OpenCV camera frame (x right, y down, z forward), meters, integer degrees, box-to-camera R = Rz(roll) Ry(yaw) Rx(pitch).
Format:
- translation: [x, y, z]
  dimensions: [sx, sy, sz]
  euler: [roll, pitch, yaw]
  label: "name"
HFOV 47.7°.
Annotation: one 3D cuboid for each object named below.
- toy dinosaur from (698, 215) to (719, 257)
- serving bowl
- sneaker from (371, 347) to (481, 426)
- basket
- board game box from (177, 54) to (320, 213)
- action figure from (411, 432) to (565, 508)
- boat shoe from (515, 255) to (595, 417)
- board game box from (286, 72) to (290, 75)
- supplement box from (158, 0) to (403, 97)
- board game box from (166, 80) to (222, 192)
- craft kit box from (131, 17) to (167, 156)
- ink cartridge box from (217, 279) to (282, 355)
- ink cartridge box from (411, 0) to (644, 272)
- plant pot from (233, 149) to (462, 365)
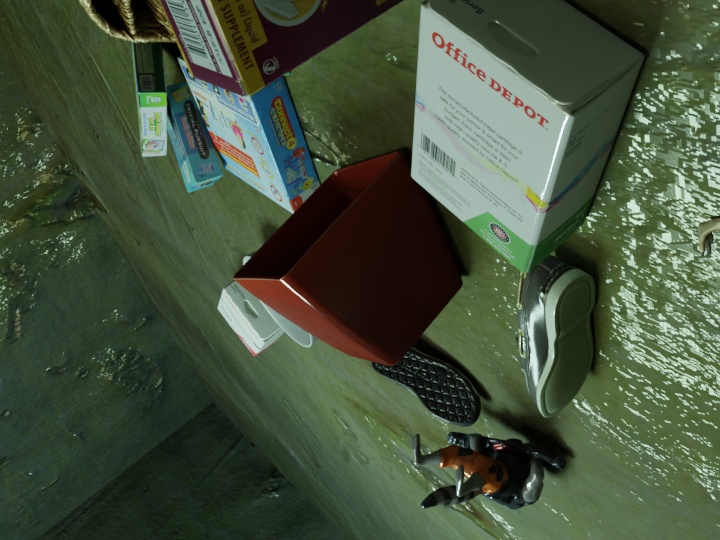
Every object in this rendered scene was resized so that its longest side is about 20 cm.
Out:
- translation: [0.274, -0.027, 0.513]
  dimensions: [0.101, 0.058, 0.200]
  euler: [1, 134, 47]
  label: "toy dinosaur"
- translation: [-0.128, 0.039, 1.473]
  dimensions: [0.200, 0.066, 0.200]
  euler: [44, 159, 22]
  label: "serving bowl"
- translation: [0.104, 0.156, 1.187]
  dimensions: [0.200, 0.072, 0.083]
  euler: [33, -174, 35]
  label: "sneaker"
- translation: [-0.288, -0.372, 1.036]
  dimensions: [0.149, 0.142, 0.200]
  euler: [50, 160, 10]
  label: "basket"
- translation: [-0.155, -0.203, 1.147]
  dimensions: [0.200, 0.056, 0.196]
  euler: [35, 154, 41]
  label: "board game box"
- translation: [0.156, 0.266, 1.068]
  dimensions: [0.193, 0.105, 0.200]
  euler: [17, 169, -29]
  label: "action figure"
- translation: [0.189, 0.065, 0.812]
  dimensions: [0.061, 0.071, 0.202]
  euler: [41, 150, 40]
  label: "boat shoe"
- translation: [-0.091, -0.302, 0.753]
  dimensions: [0.029, 0.135, 0.201]
  euler: [-3, 136, 13]
  label: "board game box"
- translation: [-0.058, -0.247, 0.645]
  dimensions: [0.103, 0.200, 0.131]
  euler: [29, 150, 47]
  label: "supplement box"
- translation: [-0.276, -0.212, 1.321]
  dimensions: [0.200, 0.047, 0.152]
  euler: [-174, 66, -74]
  label: "board game box"
- translation: [-0.322, -0.305, 1.230]
  dimensions: [0.198, 0.048, 0.201]
  euler: [131, 132, -66]
  label: "craft kit box"
- translation: [-0.232, 0.093, 1.766]
  dimensions: [0.145, 0.084, 0.200]
  euler: [52, 161, 3]
  label: "ink cartridge box"
- translation: [0.119, -0.115, 0.641]
  dimensions: [0.145, 0.084, 0.200]
  euler: [44, 159, 24]
  label: "ink cartridge box"
- translation: [0.000, 0.000, 0.966]
  dimensions: [0.176, 0.200, 0.200]
  euler: [47, 163, -16]
  label: "plant pot"
